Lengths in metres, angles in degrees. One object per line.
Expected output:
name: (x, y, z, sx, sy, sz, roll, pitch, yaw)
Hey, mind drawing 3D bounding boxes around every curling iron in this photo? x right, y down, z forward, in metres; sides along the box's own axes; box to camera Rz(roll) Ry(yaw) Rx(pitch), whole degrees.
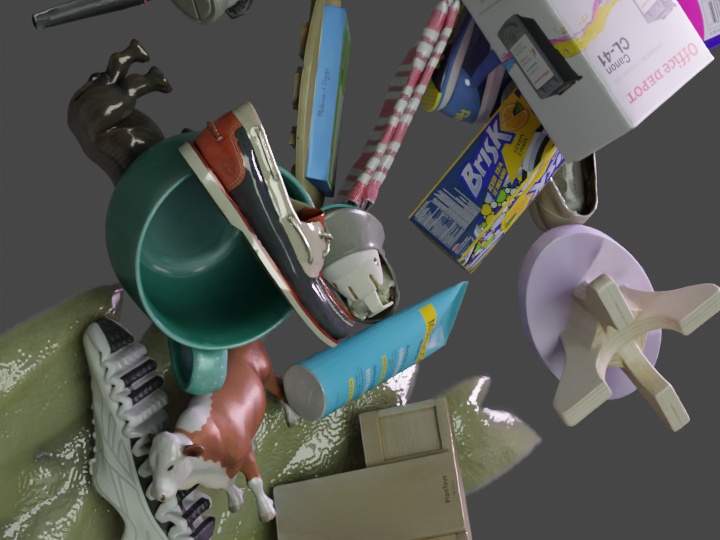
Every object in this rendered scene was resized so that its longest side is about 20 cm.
curling iron: (-0.171, -0.220, 1.392, 0.199, 0.025, 0.050, -14, 97, -29)

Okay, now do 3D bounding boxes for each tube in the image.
tube: (0.019, 0.070, 1.483, 0.199, 0.050, 0.078, -26, 150, -42)

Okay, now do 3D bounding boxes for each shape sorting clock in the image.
shape sorting clock: (-0.036, -0.136, 1.399, 0.039, 0.200, 0.202, 6, 90, 2)

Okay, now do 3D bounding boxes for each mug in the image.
mug: (-0.130, -0.017, 1.324, 0.152, 0.114, 0.186, 37, 91, -33)

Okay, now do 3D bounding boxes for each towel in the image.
towel: (0.026, -0.132, 1.450, 0.030, 0.146, 0.201, 25, 79, -5)

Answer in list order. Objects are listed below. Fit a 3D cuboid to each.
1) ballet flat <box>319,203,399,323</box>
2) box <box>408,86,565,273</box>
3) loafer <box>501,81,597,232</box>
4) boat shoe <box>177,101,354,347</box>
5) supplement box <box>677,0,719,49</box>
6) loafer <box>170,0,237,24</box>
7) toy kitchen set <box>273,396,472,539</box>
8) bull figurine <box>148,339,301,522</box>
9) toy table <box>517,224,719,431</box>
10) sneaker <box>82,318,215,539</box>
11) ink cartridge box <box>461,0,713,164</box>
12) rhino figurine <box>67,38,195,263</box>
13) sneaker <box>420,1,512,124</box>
ballet flat: (0.000, 0.000, 1.422, 0.067, 0.200, 0.064, -27, 72, 2)
box: (0.133, -0.097, 1.511, 0.064, 0.070, 0.200, 41, 91, 16)
loafer: (0.184, -0.132, 1.582, 0.075, 0.068, 0.202, -21, 103, -28)
boat shoe: (-0.055, -0.030, 1.249, 0.062, 0.071, 0.201, -36, 115, -5)
supplement box: (0.286, -0.308, 1.611, 0.101, 0.103, 0.202, -24, 106, -26)
loafer: (-0.164, -0.291, 1.366, 0.201, 0.072, 0.063, 53, 54, -10)
toy kitchen set: (0.024, 0.251, 1.526, 0.162, 0.181, 0.202, -11, 62, 7)
bull figurine: (-0.109, 0.130, 1.385, 0.122, 0.065, 0.201, 63, 28, -29)
toy table: (0.235, 0.058, 1.571, 0.184, 0.117, 0.200, -47, 122, 2)
sneaker: (-0.190, 0.139, 1.382, 0.075, 0.081, 0.202, -17, 87, -69)
ink cartridge box: (0.181, -0.214, 1.415, 0.147, 0.085, 0.201, -38, 95, -39)
rhino figurine: (-0.163, -0.080, 1.386, 0.087, 0.060, 0.201, -34, 111, -7)
sneaker: (0.126, -0.222, 1.524, 0.082, 0.074, 0.201, 23, 99, -16)
